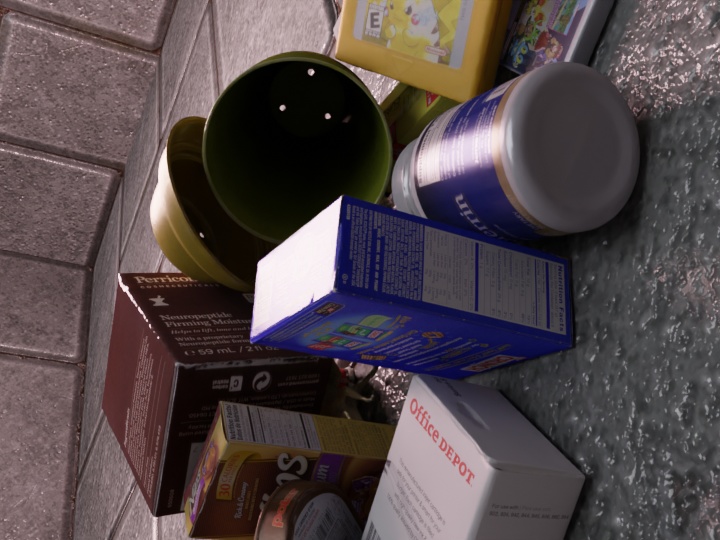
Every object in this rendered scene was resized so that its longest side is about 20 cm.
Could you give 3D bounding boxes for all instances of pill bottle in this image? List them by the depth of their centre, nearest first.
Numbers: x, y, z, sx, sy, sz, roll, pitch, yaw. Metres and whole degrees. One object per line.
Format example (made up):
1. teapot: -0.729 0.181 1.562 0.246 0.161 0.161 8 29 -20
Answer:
1. pill bottle: 0.107 -0.078 0.670 0.199 0.114 0.118 171 109 -66

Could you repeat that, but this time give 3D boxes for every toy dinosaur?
1. toy dinosaur: -0.041 0.123 0.897 0.199 0.058 0.103 25 98 41

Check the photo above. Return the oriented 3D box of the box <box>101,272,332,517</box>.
1. box: -0.155 0.116 0.892 0.200 0.164 0.167 39 123 51

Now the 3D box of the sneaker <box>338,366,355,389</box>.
1. sneaker: -0.069 0.155 0.999 0.199 0.084 0.078 -32 51 57

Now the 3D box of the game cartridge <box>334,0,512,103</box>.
1. game cartridge: 0.059 -0.267 0.768 0.175 0.032 0.203 27 120 34

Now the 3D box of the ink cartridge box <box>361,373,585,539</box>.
1. ink cartridge box: 0.071 0.203 0.659 0.145 0.083 0.203 -136 60 -63

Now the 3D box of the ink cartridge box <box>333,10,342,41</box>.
1. ink cartridge box: 0.066 -0.292 0.864 0.201 0.114 0.068 -59 30 35

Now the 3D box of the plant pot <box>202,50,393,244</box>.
1. plant pot: -0.061 -0.153 0.923 0.201 0.184 0.189 -91 22 -64

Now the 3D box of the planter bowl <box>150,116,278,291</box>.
1. planter bowl: -0.159 -0.052 0.910 0.083 0.200 0.203 -27 49 24

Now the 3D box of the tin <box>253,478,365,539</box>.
1. tin: -0.024 0.269 0.741 0.041 0.202 0.112 -6 32 36

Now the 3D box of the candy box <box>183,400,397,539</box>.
1. candy box: -0.051 0.193 0.798 0.118 0.197 0.057 -66 26 26

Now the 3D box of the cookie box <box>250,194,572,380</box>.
1. cookie box: 0.036 0.024 0.680 0.171 0.197 0.077 -30 51 59

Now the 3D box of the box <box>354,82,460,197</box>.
1. box: 0.055 -0.154 0.907 0.200 0.049 0.077 -37 46 57

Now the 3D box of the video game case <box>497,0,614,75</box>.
1. video game case: 0.162 -0.267 0.730 0.182 0.023 0.203 50 124 55
